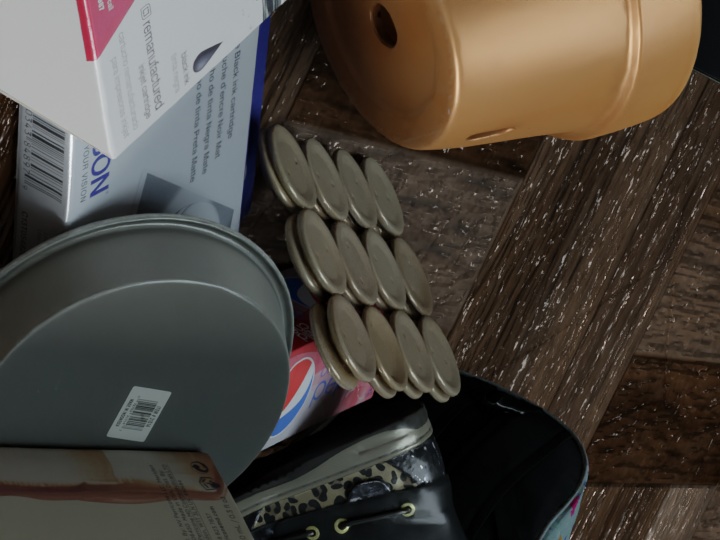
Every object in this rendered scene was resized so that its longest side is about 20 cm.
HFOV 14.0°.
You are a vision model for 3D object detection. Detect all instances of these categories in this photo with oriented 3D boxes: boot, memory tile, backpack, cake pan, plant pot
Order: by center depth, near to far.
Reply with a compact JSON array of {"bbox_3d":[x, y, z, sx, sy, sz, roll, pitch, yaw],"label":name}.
[{"bbox_3d":[-0.121,0.061,1.480,0.199,0.037,0.201,-15,134,-17],"label":"cake pan"},{"bbox_3d":[0.065,-0.150,1.560,0.139,0.200,0.201,-24,139,-27],"label":"plant pot"},{"bbox_3d":[0.000,0.000,1.635,0.017,0.154,0.200,-23,167,16],"label":"memory tile"},{"bbox_3d":[-0.024,0.179,1.680,0.203,0.154,0.074,-26,-170,10],"label":"boot"},{"bbox_3d":[0.043,0.155,1.830,0.200,0.177,0.151,-48,157,-46],"label":"backpack"}]

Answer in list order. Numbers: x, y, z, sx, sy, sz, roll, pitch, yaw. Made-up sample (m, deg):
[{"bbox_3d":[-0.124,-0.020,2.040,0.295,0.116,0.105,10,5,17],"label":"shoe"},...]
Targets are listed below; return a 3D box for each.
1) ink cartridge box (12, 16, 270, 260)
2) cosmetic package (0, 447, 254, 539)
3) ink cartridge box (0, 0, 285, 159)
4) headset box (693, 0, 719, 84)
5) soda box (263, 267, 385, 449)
[{"bbox_3d":[-0.098,-0.056,1.507,0.200,0.040,0.201,-36,146,-41],"label":"ink cartridge box"},{"bbox_3d":[-0.162,0.150,1.445,0.199,0.087,0.104,5,125,-33],"label":"cosmetic package"},{"bbox_3d":[-0.086,-0.175,1.355,0.200,0.084,0.145,-46,151,-28],"label":"ink cartridge box"},{"bbox_3d":[0.299,-0.218,2.006,0.200,0.092,0.175,-16,131,-55],"label":"headset box"},{"bbox_3d":[-0.050,0.050,1.654,0.200,0.063,0.070,-22,135,-62],"label":"soda box"}]
